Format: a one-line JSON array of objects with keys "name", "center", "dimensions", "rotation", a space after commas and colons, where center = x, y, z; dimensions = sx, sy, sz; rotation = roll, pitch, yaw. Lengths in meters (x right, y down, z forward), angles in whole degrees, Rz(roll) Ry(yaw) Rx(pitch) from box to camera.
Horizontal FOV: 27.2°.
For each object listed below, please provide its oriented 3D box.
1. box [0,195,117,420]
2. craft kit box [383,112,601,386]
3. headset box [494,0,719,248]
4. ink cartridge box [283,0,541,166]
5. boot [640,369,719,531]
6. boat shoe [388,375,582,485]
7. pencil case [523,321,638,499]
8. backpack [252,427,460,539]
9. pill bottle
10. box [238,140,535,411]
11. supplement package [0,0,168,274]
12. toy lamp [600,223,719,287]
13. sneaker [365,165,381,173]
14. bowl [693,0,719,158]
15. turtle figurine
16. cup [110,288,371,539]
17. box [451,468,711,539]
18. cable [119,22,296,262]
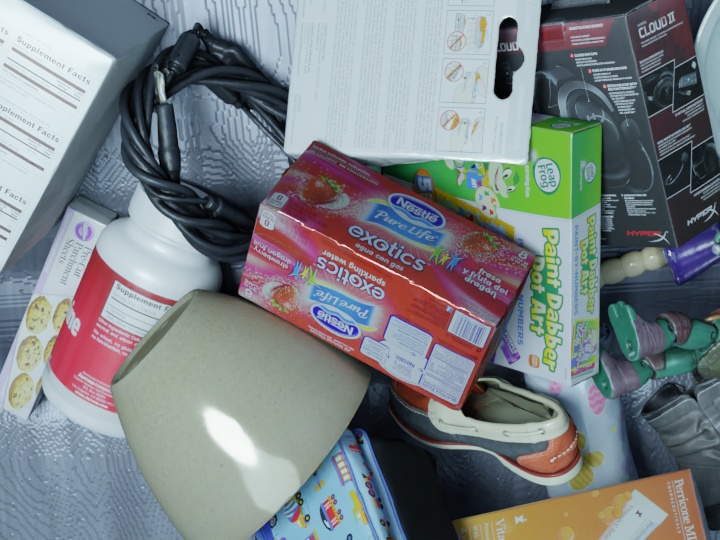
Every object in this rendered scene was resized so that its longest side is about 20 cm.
[{"name": "box", "center": [-0.268, 0.034, 1.295], "dimensions": [0.041, 0.039, 0.202], "rotation": [25, 108, -3]}, {"name": "craft kit box", "center": [0.102, -0.028, 1.185], "dimensions": [0.196, 0.048, 0.203], "rotation": [13, 113, 40]}, {"name": "headset box", "center": [0.186, -0.125, 1.149], "dimensions": [0.148, 0.077, 0.202], "rotation": [2, 113, 50]}, {"name": "ink cartridge box", "center": [0.044, -0.163, 1.154], "dimensions": [0.197, 0.050, 0.165], "rotation": [4, 87, 17]}, {"name": "boot", "center": [0.350, 0.127, 1.263], "dimensions": [0.198, 0.070, 0.133], "rotation": [-26, 99, 8]}, {"name": "boat shoe", "center": [0.097, 0.115, 1.230], "dimensions": [0.071, 0.199, 0.063], "rotation": [-43, 131, -26]}, {"name": "pencil case", "center": [0.190, 0.141, 1.268], "dimensions": [0.082, 0.091, 0.202], "rotation": [-7, 107, 21]}, {"name": "backpack", "center": [-0.022, 0.243, 1.162], "dimensions": [0.200, 0.184, 0.134], "rotation": [-40, 139, 25]}, {"name": "pill bottle", "center": [-0.184, 0.029, 1.249], "dimensions": [0.111, 0.112, 0.202], "rotation": [25, 108, -4]}, {"name": "box", "center": [0.018, 0.003, 1.127], "dimensions": [0.198, 0.096, 0.100], "rotation": [27, 133, 9]}, {"name": "supplement package", "center": [-0.275, -0.133, 1.163], "dimensions": [0.146, 0.191, 0.201], "rotation": [31, 107, -5]}, {"name": "toy lamp", "center": [0.205, 0.003, 1.240], "dimensions": [0.198, 0.058, 0.059], "rotation": [-20, 105, 13]}, {"name": "sneaker", "center": [0.000, 0.000, 1.233], "dimensions": [0.081, 0.074, 0.202], "rotation": [29, 123, 32]}, {"name": "bowl", "center": [0.351, -0.163, 1.156], "dimensions": [0.198, 0.090, 0.204], "rotation": [1, 107, 4]}, {"name": "turtle figurine", "center": [0.283, 0.042, 1.180], "dimensions": [0.198, 0.101, 0.151], "rotation": [-14, 133, -21]}, {"name": "cup", "center": [-0.109, 0.099, 1.157], "dimensions": [0.143, 0.201, 0.200], "rotation": [44, 106, -11]}, {"name": "box", "center": [0.183, 0.250, 1.177], "dimensions": [0.198, 0.126, 0.098], "rotation": [-15, 149, 12]}, {"name": "cable", "center": [-0.103, -0.089, 1.189], "dimensions": [0.050, 0.164, 0.200], "rotation": [-16, 123, 43]}]
